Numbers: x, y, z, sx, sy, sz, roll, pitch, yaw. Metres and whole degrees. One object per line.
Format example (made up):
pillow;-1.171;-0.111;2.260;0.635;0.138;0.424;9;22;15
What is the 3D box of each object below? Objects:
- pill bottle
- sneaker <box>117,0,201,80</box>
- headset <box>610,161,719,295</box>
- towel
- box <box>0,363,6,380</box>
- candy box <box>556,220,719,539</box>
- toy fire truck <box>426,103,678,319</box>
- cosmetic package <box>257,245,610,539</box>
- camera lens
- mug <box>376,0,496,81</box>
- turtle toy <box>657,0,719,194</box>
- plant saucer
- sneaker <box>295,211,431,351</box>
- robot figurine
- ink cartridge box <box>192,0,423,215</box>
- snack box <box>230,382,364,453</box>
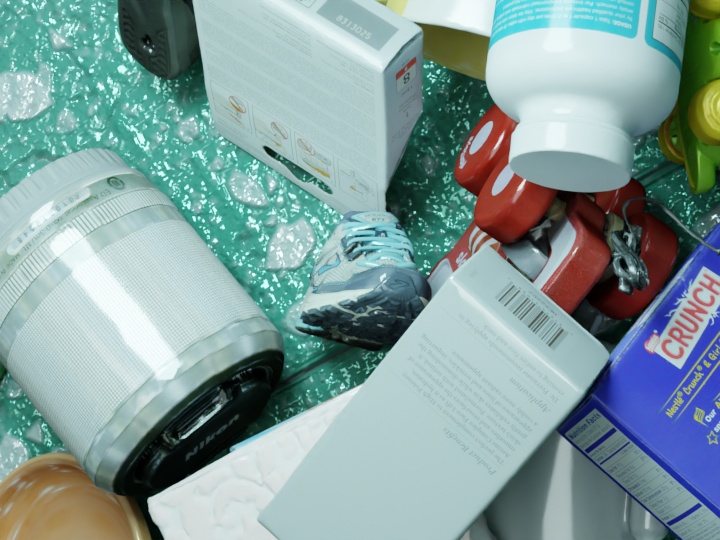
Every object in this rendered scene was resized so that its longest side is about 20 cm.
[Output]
pill bottle;0.131;-0.150;1.098;0.110;0.111;0.202;4;73;21
sneaker;-0.110;-0.230;1.300;0.076;0.200;0.114;31;58;19
headset;0.239;-0.029;1.078;0.198;0.094;0.124;-9;111;10
towel;-0.008;0.187;1.191;0.190;0.032;0.201;-27;88;11
box;-0.346;0.016;1.446;0.199;0.048;0.118;31;99;21
candy box;0.241;0.090;1.134;0.200;0.077;0.169;42;63;3
toy fire truck;0.096;0.001;1.202;0.112;0.200;0.168;32;105;-16
cosmetic package;0.041;0.096;1.104;0.102;0.074;0.200;42;115;6
camera lens;-0.161;0.038;1.311;0.160;0.160;0.200;-45;75;15
mug;0.087;-0.210;1.232;0.185;0.149;0.154;17;87;5
turtle toy;0.241;-0.106;1.182;0.100;0.146;0.202;-4;88;-1
plant saucer;-0.209;0.231;1.365;0.199;0.037;0.202;-9;75;38
sneaker;0.000;0.000;1.241;0.077;0.200;0.087;13;84;-12
robot figurine;0.131;0.128;1.221;0.169;0.112;0.202;0;89;47
ink cartridge box;-0.032;-0.122;1.272;0.162;0.200;0.050;33;68;20
snack box;0.010;0.180;1.241;0.116;0.037;0.201;-24;90;-11
